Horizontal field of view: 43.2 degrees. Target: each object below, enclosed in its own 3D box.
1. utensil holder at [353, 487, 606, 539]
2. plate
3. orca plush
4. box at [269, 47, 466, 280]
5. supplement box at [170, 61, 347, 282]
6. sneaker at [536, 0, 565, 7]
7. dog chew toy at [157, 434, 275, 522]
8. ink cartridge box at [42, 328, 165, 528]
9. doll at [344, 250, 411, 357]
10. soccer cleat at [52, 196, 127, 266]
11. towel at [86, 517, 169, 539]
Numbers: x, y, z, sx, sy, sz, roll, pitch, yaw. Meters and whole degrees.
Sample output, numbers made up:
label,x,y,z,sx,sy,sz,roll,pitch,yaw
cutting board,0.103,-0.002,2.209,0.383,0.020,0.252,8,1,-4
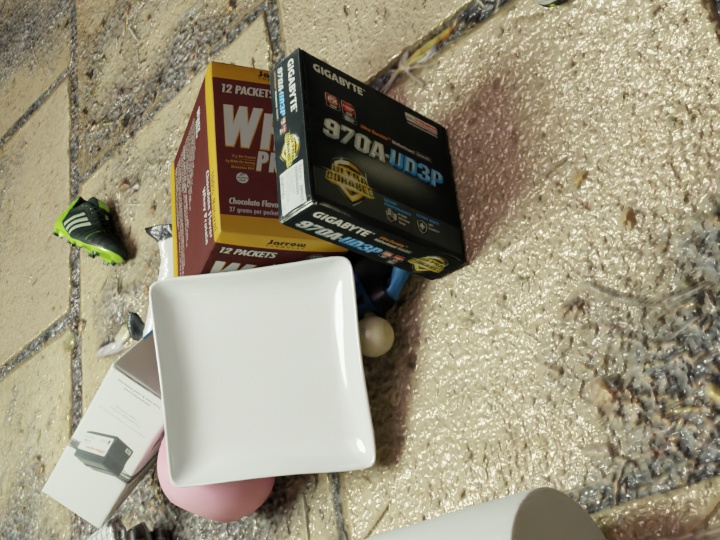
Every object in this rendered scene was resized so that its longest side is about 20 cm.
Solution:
label,x,y,z,sx,sy,sz,roll,pitch,yaw
utensil holder,0.075,0.261,0.662,0.200,0.170,0.170,-28,57,33
plate,-0.093,0.096,0.867,0.199,0.032,0.200,-8,88,7
orca plush,-0.234,0.043,1.126,0.105,0.071,0.200,-15,92,0
box,0.009,-0.091,0.831,0.046,0.200,0.159,-28,56,37
supplement box,-0.111,-0.071,0.947,0.200,0.133,0.197,128,140,-54
sneaker,0.167,-0.348,0.853,0.075,0.076,0.200,-25,58,40
dog chew toy,-0.129,0.156,0.950,0.125,0.125,0.200,12,76,47
ink cartridge box,-0.253,0.168,1.028,0.200,0.084,0.145,-55,0,25
doll,0.000,0.000,0.918,0.136,0.048,0.200,-38,48,32
soccer cleat,-0.393,-0.064,1.341,0.200,0.068,0.081,23,80,48
towel,-0.278,0.403,1.036,0.166,0.086,0.200,-42,51,30
